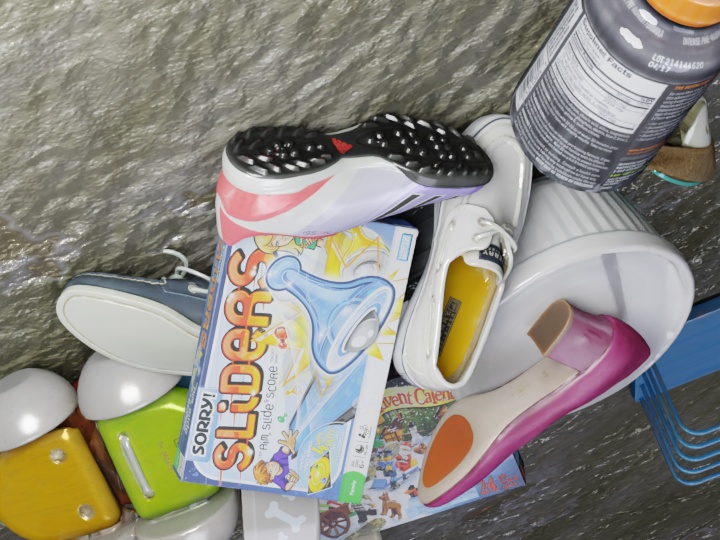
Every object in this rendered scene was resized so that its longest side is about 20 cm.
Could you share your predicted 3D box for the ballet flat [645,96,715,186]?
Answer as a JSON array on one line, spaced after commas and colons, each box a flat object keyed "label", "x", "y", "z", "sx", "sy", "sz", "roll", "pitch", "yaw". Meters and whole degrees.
[{"label": "ballet flat", "x": 0.210, "y": -0.107, "z": 1.536, "sx": 0.199, "sy": 0.068, "sz": 0.073, "roll": 6, "pitch": 126, "yaw": -43}]

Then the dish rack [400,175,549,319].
[{"label": "dish rack", "x": 0.100, "y": -0.003, "z": 1.685, "sx": 0.170, "sy": 0.044, "sz": 0.200, "roll": -16, "pitch": 156, "yaw": -12}]

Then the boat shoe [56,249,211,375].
[{"label": "boat shoe", "x": -0.117, "y": 0.033, "z": 1.499, "sx": 0.198, "sy": 0.062, "sz": 0.075, "roll": 13, "pitch": 143, "yaw": -10}]

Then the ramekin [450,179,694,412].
[{"label": "ramekin", "x": 0.145, "y": 0.018, "z": 1.592, "sx": 0.201, "sy": 0.095, "sz": 0.203, "roll": -16, "pitch": 142, "yaw": -12}]

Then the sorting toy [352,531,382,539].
[{"label": "sorting toy", "x": -0.036, "y": 0.223, "z": 1.894, "sx": 0.106, "sy": 0.181, "sz": 0.200, "roll": -8, "pitch": 154, "yaw": -31}]

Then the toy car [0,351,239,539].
[{"label": "toy car", "x": -0.183, "y": 0.134, "z": 1.609, "sx": 0.199, "sy": 0.176, "sz": 0.150, "roll": -18, "pitch": -163, "yaw": 17}]

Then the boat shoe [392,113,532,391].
[{"label": "boat shoe", "x": 0.081, "y": -0.012, "z": 1.458, "sx": 0.071, "sy": 0.201, "sz": 0.070, "roll": 23, "pitch": 175, "yaw": -25}]

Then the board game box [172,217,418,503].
[{"label": "board game box", "x": -0.046, "y": 0.055, "z": 1.460, "sx": 0.134, "sy": 0.202, "sz": 0.034, "roll": 8, "pitch": -170, "yaw": -17}]

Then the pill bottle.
[{"label": "pill bottle", "x": 0.177, "y": -0.143, "z": 1.346, "sx": 0.105, "sy": 0.107, "sz": 0.200, "roll": -11, "pitch": 156, "yaw": -25}]

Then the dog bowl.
[{"label": "dog bowl", "x": -0.065, "y": 0.154, "z": 1.594, "sx": 0.058, "sy": 0.202, "sz": 0.200, "roll": -3, "pitch": 156, "yaw": -4}]

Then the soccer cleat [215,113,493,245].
[{"label": "soccer cleat", "x": -0.005, "y": -0.057, "z": 1.408, "sx": 0.198, "sy": 0.068, "sz": 0.074, "roll": -5, "pitch": 133, "yaw": -28}]

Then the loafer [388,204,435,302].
[{"label": "loafer", "x": 0.000, "y": 0.000, "z": 1.559, "sx": 0.200, "sy": 0.071, "sz": 0.068, "roll": -28, "pitch": 155, "yaw": 28}]

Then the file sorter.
[{"label": "file sorter", "x": 0.356, "y": 0.120, "z": 2.100, "sx": 0.138, "sy": 0.123, "sz": 0.200, "roll": -21, "pitch": 159, "yaw": -1}]

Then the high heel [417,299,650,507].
[{"label": "high heel", "x": 0.128, "y": 0.113, "z": 1.557, "sx": 0.096, "sy": 0.068, "sz": 0.200, "roll": 25, "pitch": 118, "yaw": -34}]

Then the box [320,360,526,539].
[{"label": "box", "x": 0.024, "y": 0.147, "z": 1.769, "sx": 0.198, "sy": 0.038, "sz": 0.137, "roll": -19, "pitch": 116, "yaw": 11}]
